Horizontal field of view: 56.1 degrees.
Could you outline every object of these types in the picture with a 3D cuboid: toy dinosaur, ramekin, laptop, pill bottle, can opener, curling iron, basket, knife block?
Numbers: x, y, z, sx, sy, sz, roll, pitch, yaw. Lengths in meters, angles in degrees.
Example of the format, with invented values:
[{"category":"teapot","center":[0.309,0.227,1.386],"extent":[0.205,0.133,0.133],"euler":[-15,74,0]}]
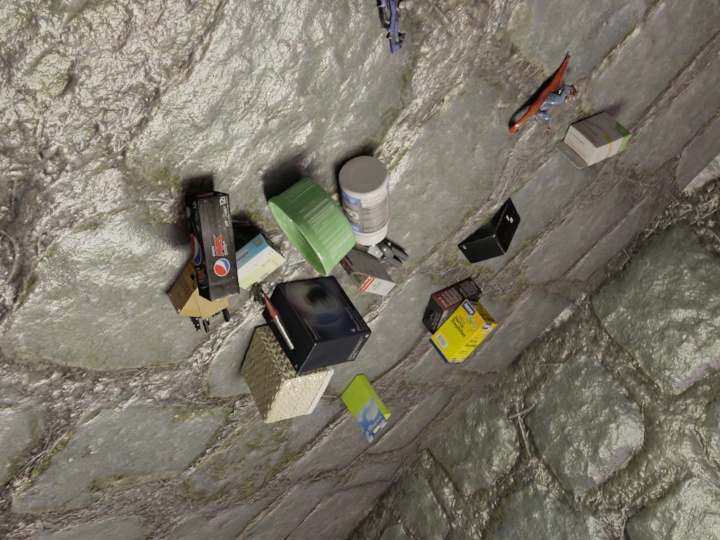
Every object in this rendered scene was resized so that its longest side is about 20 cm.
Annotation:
[{"category":"toy dinosaur","center":[0.464,-0.434,1.765],"extent":[0.178,0.105,0.204],"euler":[-19,110,-8]},{"category":"ramekin","center":[-0.098,-0.097,1.432],"extent":[0.097,0.200,0.201],"euler":[-39,152,-11]},{"category":"laptop","center":[0.417,-0.122,2.171],"extent":[0.203,0.102,0.177],"euler":[-65,152,-6]},{"category":"pill bottle","center":[0.013,-0.155,1.557],"extent":[0.112,0.114,0.202],"euler":[-30,149,-14]},{"category":"can opener","center":[0.079,-0.043,1.845],"extent":[0.053,0.067,0.199],"euler":[-45,155,11]},{"category":"curling iron","center":[-0.207,0.112,1.591],"extent":[0.202,0.025,0.050],"euler":[63,35,-33]},{"category":"basket","center":[-0.203,0.268,1.817],"extent":[0.158,0.200,0.202],"euler":[-8,140,-36]},{"category":"knife block","center":[-0.328,0.049,1.502],"extent":[0.201,0.064,0.174],"euler":[-51,149,20]}]

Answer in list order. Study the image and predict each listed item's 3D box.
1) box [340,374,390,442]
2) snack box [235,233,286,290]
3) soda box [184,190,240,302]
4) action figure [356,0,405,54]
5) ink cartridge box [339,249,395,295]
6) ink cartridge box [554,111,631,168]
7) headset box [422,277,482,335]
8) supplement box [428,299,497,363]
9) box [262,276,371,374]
[{"category":"box","center":[0.022,0.479,2.357],"extent":[0.047,0.201,0.123],"euler":[1,134,-48]},{"category":"snack box","center":[-0.233,-0.015,1.484],"extent":[0.115,0.037,0.200],"euler":[-38,171,-1]},{"category":"soda box","center":[-0.287,-0.047,1.316],"extent":[0.070,0.063,0.205],"euler":[-16,110,-35]},{"category":"action figure","center":[0.052,-0.486,1.158],"extent":[0.190,0.104,0.204],"euler":[-19,121,-22]},{"category":"ink cartridge box","center":[0.000,0.000,1.761],"extent":[0.051,0.110,0.198],"euler":[-47,150,18]},{"category":"ink cartridge box","center":[0.686,-0.386,2.000],"extent":[0.197,0.118,0.068],"euler":[-24,148,-26]},{"category":"headset box","center":[0.307,0.129,2.325],"extent":[0.197,0.078,0.150],"euler":[-23,148,-29]},{"category":"supplement box","center":[0.347,0.209,2.291],"extent":[0.201,0.110,0.108],"euler":[-50,150,20]},{"category":"box","center":[-0.111,0.135,1.728],"extent":[0.196,0.201,0.124],"euler":[-8,140,-43]}]
